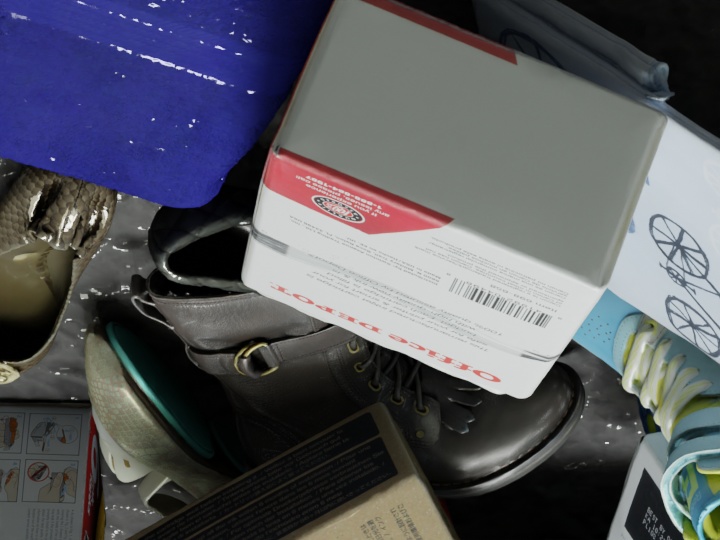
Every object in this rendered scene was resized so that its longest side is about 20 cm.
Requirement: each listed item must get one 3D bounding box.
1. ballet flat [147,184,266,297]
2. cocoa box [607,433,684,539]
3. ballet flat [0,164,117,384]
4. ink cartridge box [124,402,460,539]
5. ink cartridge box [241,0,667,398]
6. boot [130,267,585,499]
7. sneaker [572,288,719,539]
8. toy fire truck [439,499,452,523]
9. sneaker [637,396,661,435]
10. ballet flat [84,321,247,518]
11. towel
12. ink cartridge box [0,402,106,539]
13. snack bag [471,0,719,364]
[{"bbox_3d":[0.000,0.000,1.387,0.199,0.057,0.067,5,122,0],"label":"ballet flat"},{"bbox_3d":[0.220,0.181,1.443,0.131,0.200,0.134,-9,135,-26],"label":"cocoa box"},{"bbox_3d":[-0.164,0.007,1.455,0.067,0.047,0.200,15,145,-18],"label":"ballet flat"},{"bbox_3d":[-0.013,0.188,1.499,0.164,0.075,0.201,-27,125,1],"label":"ink cartridge box"},{"bbox_3d":[0.033,-0.028,1.268,0.144,0.084,0.200,23,163,0],"label":"ink cartridge box"},{"bbox_3d":[0.002,0.040,1.485,0.199,0.070,0.175,-12,137,8],"label":"boot"},{"bbox_3d":[0.152,0.060,1.392,0.199,0.131,0.080,24,136,23],"label":"sneaker"},{"bbox_3d":[-0.041,0.176,1.606,0.140,0.049,0.200,-19,179,27],"label":"toy fire truck"},{"bbox_3d":[0.193,0.086,1.555,0.082,0.071,0.200,-22,143,-2],"label":"sneaker"},{"bbox_3d":[-0.098,0.097,1.562,0.062,0.068,0.200,-35,137,9],"label":"ballet flat"},{"bbox_3d":[-0.092,-0.110,1.277,0.147,0.050,0.200,17,142,-17],"label":"towel"},{"bbox_3d":[-0.183,0.200,1.609,0.083,0.201,0.176,1,147,0],"label":"ink cartridge box"},{"bbox_3d":[0.131,-0.029,1.299,0.200,0.021,0.189,37,159,30],"label":"snack bag"}]
